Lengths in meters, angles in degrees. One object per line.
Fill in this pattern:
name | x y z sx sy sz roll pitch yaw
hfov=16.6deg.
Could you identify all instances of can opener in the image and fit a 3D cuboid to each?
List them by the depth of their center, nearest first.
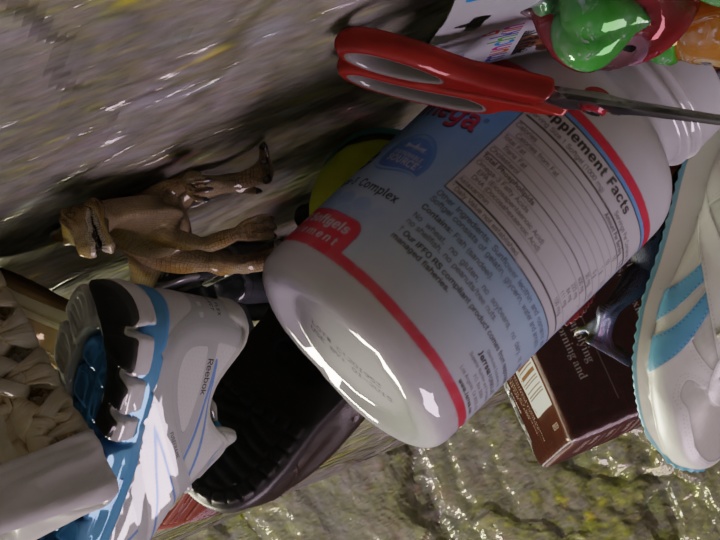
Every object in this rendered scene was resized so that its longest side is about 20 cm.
can opener | -0.070 0.024 1.289 0.053 0.067 0.200 -26 172 19

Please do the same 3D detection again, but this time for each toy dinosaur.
toy dinosaur | -0.085 -0.018 1.087 0.100 0.059 0.200 -8 170 1
toy dinosaur | 0.163 -0.042 1.319 0.182 0.105 0.200 -60 180 3

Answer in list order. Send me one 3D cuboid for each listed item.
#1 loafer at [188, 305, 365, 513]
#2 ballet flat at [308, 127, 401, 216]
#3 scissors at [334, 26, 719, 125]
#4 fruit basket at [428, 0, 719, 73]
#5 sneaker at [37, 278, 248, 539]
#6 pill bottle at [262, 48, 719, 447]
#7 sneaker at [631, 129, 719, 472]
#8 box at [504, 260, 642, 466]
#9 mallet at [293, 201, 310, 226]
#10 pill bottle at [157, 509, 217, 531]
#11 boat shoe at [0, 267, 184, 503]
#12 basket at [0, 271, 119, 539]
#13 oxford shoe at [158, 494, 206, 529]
loafer | -0.007 0.031 1.147 0.200 0.073 0.071 -44 164 0
ballet flat | 0.000 0.000 1.222 0.066 0.067 0.200 7 157 -9
scissors | 0.081 -0.066 0.949 0.199 0.014 0.073 12 170 16
fruit basket | 0.126 -0.104 0.945 0.199 0.094 0.185 -17 175 -7
sneaker | -0.099 0.092 1.076 0.086 0.075 0.201 -2 130 -37
pill bottle | 0.062 -0.028 1.060 0.200 0.109 0.109 -43 178 -16
sneaker | 0.200 0.015 1.297 0.080 0.201 0.076 20 -161 34
box | 0.176 0.005 1.542 0.199 0.167 0.164 -23 171 -6
mallet | 0.049 -0.061 1.221 0.066 0.041 0.200 -12 170 -44
pill bottle | -0.122 0.093 1.425 0.114 0.115 0.200 -27 171 19
boat shoe | -0.122 0.061 1.128 0.069 0.074 0.200 -59 144 -7
basket | -0.223 0.084 1.024 0.200 0.124 0.135 -29 171 38
oxford shoe | -0.088 0.081 1.300 0.071 0.074 0.200 -54 161 27
